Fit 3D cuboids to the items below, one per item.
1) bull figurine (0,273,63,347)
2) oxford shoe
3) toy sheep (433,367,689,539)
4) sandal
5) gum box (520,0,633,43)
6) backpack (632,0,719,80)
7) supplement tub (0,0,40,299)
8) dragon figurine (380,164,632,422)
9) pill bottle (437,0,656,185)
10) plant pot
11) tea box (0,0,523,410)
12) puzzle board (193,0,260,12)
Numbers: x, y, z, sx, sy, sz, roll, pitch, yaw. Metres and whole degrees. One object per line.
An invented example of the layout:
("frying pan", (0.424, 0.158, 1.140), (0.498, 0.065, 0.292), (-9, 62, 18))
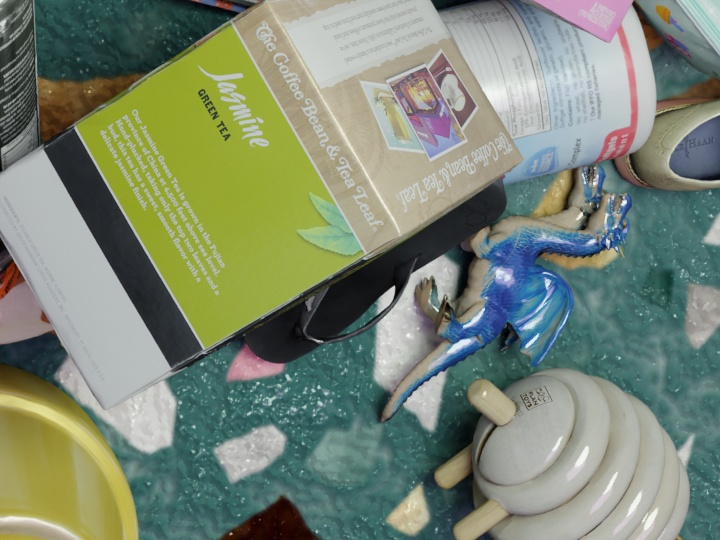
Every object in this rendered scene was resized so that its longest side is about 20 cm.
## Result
("bull figurine", (-0.187, 0.015, 1.318), (0.199, 0.122, 0.065), (-9, 131, -9))
("oxford shoe", (0.260, -0.085, 1.450), (0.199, 0.074, 0.071), (-19, 107, -13))
("toy sheep", (0.125, 0.126, 1.427), (0.138, 0.138, 0.200), (-52, 130, -1))
("sandal", (0.000, 0.000, 1.347), (0.076, 0.043, 0.200), (23, 134, -36))
("gum box", (0.093, -0.213, 1.307), (0.066, 0.200, 0.114), (24, 97, -32))
("backpack", (0.221, -0.200, 1.343), (0.153, 0.200, 0.176), (-45, 111, -7))
("supplement tub", (-0.228, -0.078, 1.219), (0.122, 0.123, 0.200), (-9, 133, -16))
("dragon figurine", (0.091, 0.021, 1.428), (0.099, 0.059, 0.200), (24, 93, -20))
("pill bottle", (0.062, -0.100, 1.366), (0.199, 0.109, 0.109), (-14, 106, -14))
("plant pot", (-0.210, 0.168, 1.296), (0.200, 0.189, 0.201), (-4, 103, -18))
("tea box", (-0.051, -0.049, 1.211), (0.196, 0.200, 0.134), (-29, 91, 24))
("puzzle board", (-0.087, -0.219, 1.294), (0.200, 0.017, 0.151), (11, 118, -32))
